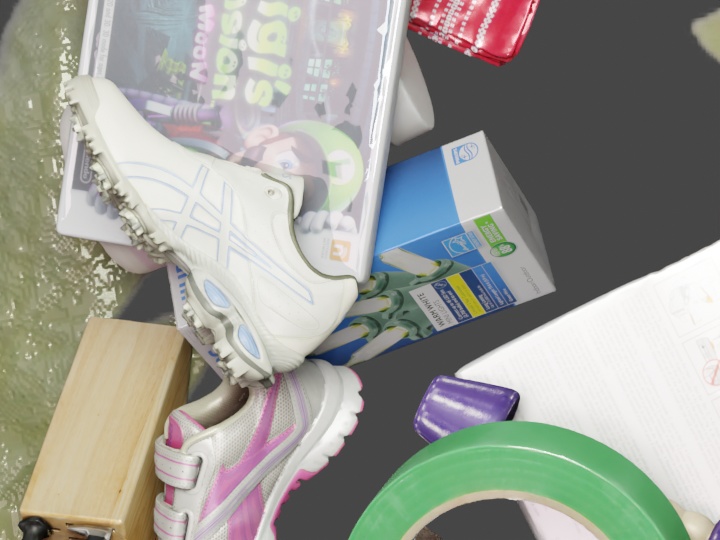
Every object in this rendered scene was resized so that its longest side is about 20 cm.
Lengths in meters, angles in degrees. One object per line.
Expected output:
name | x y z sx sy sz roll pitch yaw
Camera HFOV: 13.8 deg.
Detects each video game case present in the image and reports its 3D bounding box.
video game case | -0.069 -0.105 1.660 0.182 0.023 0.200 9 93 12

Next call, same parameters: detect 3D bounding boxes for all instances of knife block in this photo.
knife block | -0.156 0.132 1.722 0.064 0.176 0.200 6 93 11

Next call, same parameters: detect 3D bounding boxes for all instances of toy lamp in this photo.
toy lamp | 0.125 0.116 1.680 0.200 0.058 0.058 25 97 7

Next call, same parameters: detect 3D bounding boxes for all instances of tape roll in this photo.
tape roll | 0.088 0.185 1.653 0.200 0.048 0.201 4 105 14

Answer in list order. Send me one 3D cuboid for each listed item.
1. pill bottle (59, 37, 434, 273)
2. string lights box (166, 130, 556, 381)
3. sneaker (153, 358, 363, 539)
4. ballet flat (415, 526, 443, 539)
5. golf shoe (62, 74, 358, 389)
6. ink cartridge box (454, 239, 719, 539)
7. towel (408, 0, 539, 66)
pill bottle | -0.064 -0.083 1.728 0.200 0.112 0.112 -23 87 12
string lights box | 0.000 0.000 1.717 0.200 0.103 0.059 -21 55 12
sneaker | -0.086 0.123 1.698 0.088 0.081 0.200 35 80 -25
ballet flat | 0.071 0.230 1.734 0.200 0.067 0.068 43 99 7
golf shoe | -0.081 -0.036 1.628 0.097 0.078 0.200 -35 89 -6
ink cartridge box | 0.177 0.085 1.720 0.200 0.047 0.160 -27 86 9
towel | 0.026 -0.220 1.751 0.200 0.022 0.145 23 96 10
